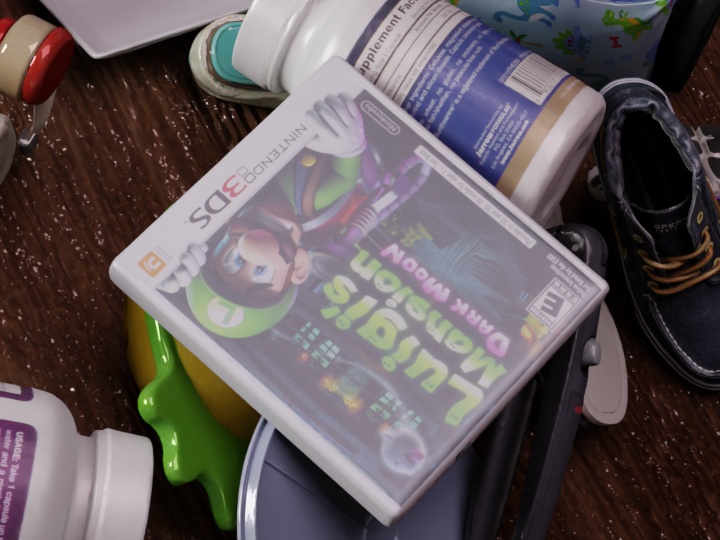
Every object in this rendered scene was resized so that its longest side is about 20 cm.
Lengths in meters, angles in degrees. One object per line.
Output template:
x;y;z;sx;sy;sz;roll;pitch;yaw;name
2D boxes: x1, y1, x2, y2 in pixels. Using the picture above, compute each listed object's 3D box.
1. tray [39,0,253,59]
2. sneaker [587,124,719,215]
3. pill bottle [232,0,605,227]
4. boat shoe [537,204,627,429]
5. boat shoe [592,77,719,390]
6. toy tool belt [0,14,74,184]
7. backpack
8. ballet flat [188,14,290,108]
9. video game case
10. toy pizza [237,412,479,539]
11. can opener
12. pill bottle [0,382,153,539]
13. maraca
-0.106;-0.181;1.455;0.199;0.022;0.107;-22;51;-30;tray
0.241;-0.039;1.478;0.199;0.084;0.081;3;29;-1;sneaker
0.030;-0.100;1.343;0.199;0.111;0.111;32;54;9;pill bottle
0.098;0.011;1.403;0.074;0.060;0.201;6;56;-54;boat shoe
0.184;-0.013;1.387;0.070;0.091;0.201;-22;100;7;boat shoe
-0.257;-0.074;1.281;0.122;0.125;0.201;28;74;5;toy tool belt
0.126;-0.182;1.477;0.199;0.163;0.154;27;69;5;backpack
-0.008;-0.123;1.441;0.199;0.062;0.068;9;80;-14;ballet flat
0.001;0.006;1.233;0.200;0.023;0.182;41;66;10;video game case
0.001;0.145;1.259;0.200;0.032;0.201;14;71;-45;toy pizza
0.100;0.070;1.294;0.079;0.063;0.201;27;70;-54;can opener
-0.211;0.109;1.197;0.199;0.112;0.113;12;57;-13;pill bottle
-0.076;0.047;1.278;0.137;0.107;0.201;43;36;-35;maraca
